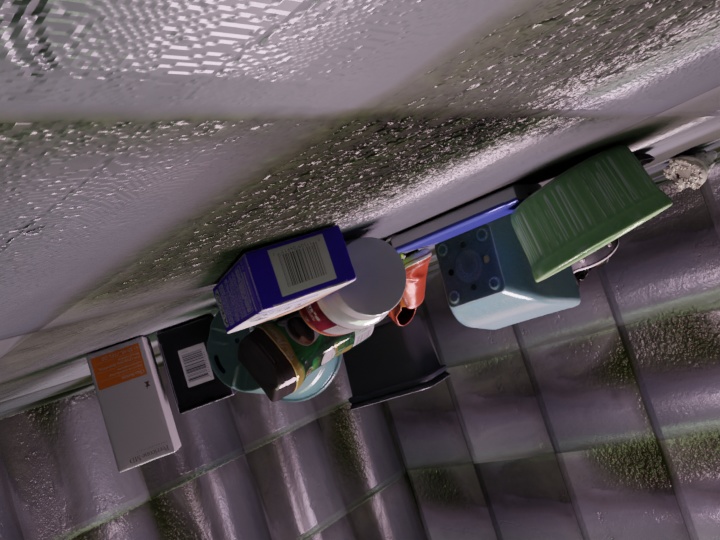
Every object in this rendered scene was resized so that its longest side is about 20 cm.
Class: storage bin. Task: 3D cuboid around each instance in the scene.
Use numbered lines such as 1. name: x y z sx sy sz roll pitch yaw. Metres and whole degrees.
1. storage bin: 0.062 0.171 1.297 0.197 0.137 0.145 -21 175 33

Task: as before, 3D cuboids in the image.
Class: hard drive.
1. hard drive: 0.156 -0.075 0.959 0.197 0.026 0.131 -22 175 32

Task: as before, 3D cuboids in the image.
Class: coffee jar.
1. coffee jar: -0.079 0.099 0.970 0.198 0.104 0.086 -32 156 -31

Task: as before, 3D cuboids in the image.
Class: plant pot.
1. plant pot: 0.239 -0.007 1.163 0.194 0.201 0.198 -21 167 37
2. plant pot: -0.151 0.125 1.120 0.197 0.204 0.196 -20 168 13

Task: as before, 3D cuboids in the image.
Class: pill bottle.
1. pill bottle: -0.015 0.023 0.850 0.108 0.112 0.200 -17 175 -18

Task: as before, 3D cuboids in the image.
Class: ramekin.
1. ramekin: 0.296 -0.077 0.879 0.197 0.099 0.200 -28 170 -5

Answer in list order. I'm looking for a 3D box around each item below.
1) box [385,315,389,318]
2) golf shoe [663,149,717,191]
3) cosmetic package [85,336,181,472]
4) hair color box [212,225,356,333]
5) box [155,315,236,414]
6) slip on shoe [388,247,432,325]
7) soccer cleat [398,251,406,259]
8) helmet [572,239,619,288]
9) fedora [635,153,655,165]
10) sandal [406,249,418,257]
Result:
1. box: -0.023 0.065 1.307 0.198 0.106 0.147 -22 176 36
2. golf shoe: 0.696 -0.223 1.374 0.097 0.079 0.200 -38 177 15
3. cosmetic package: -0.388 0.226 1.134 0.099 0.204 0.071 -18 176 -10
4. hair color box: -0.092 0.016 0.740 0.107 0.066 0.199 -18 177 -23
5. box: -0.298 0.174 1.246 0.102 0.151 0.200 -18 175 -8
6. slip on shoe: 0.083 0.028 1.097 0.073 0.062 0.201 -27 157 -26
7. soccer cleat: 0.000 0.000 1.043 0.079 0.069 0.199 4 167 -22
8. helmet: 0.481 -0.060 1.508 0.196 0.202 0.193 -18 139 -8
9. fedora: 0.386 -0.111 1.071 0.197 0.093 0.201 -19 177 -1
10. sandal: 0.053 -0.015 1.189 0.074 0.049 0.200 -22 -175 22
